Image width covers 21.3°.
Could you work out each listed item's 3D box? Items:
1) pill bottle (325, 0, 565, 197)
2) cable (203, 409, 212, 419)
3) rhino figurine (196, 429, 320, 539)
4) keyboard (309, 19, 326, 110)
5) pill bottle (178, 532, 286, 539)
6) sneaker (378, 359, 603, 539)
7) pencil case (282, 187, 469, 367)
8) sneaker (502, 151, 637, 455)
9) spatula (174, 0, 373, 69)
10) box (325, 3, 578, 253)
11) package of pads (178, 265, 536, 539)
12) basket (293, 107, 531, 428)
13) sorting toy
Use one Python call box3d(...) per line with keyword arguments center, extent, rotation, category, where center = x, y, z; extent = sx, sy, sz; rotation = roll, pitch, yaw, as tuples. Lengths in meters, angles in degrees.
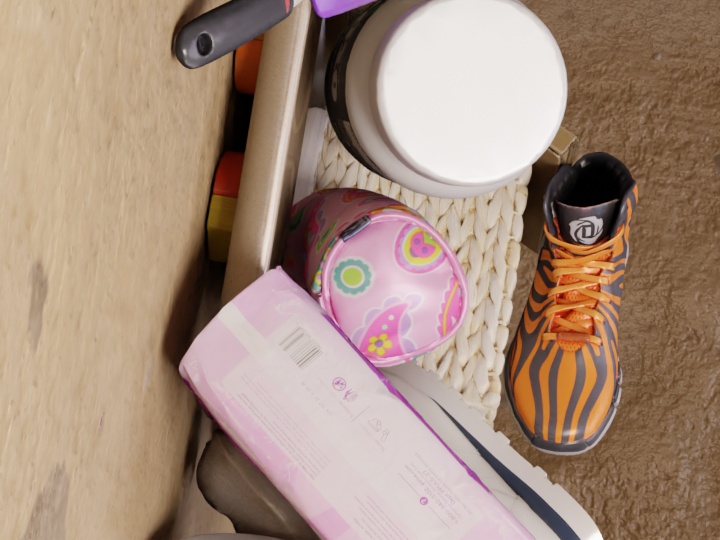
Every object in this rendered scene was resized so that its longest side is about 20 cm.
box3d(center=(0.044, -0.098, 1.032), extent=(0.200, 0.113, 0.113), rotation=(-143, -119, -82), category="pill bottle")
box3d(center=(-0.038, 0.086, 1.081), extent=(0.200, 0.097, 0.050), rotation=(85, -6, -79), category="cable")
box3d(center=(-0.014, 0.155, 0.996), extent=(0.060, 0.200, 0.087), rotation=(-42, 165, -3), category="rhino figurine")
box3d(center=(-0.034, -0.136, 1.248), extent=(0.200, 0.011, 0.056), rotation=(89, 16, -65), category="keyboard")
box3d(center=(-0.063, 0.237, 0.930), extent=(0.113, 0.113, 0.201), rotation=(-60, 158, -79), category="pill bottle")
box3d(center=(0.040, 0.116, 1.009), extent=(0.080, 0.200, 0.076), rotation=(-40, 139, -14), category="sneaker")
box3d(center=(0.000, 0.000, 1.067), extent=(0.200, 0.087, 0.088), rotation=(-139, -123, -79), category="pencil case")
box3d(center=(0.131, 0.010, 1.207), extent=(0.112, 0.077, 0.200), rotation=(84, 12, -55), category="sneaker")
box3d(center=(-0.033, -0.128, 0.870), extent=(0.200, 0.020, 0.057), rotation=(-44, 130, -57), category="spatula")
box3d(center=(0.055, -0.105, 1.308), extent=(0.021, 0.200, 0.164), rotation=(-49, 166, -17), category="box")
box3d(center=(0.006, 0.098, 0.901), extent=(0.076, 0.200, 0.121), rotation=(-42, 168, -7), category="package of pads")
box3d(center=(0.018, 0.029, 1.277), extent=(0.200, 0.160, 0.199), rotation=(94, 6, -67), category="basket")
box3d(center=(-0.051, -0.071, 1.013), extent=(0.200, 0.036, 0.186), rotation=(115, -16, -89), category="sorting toy")
